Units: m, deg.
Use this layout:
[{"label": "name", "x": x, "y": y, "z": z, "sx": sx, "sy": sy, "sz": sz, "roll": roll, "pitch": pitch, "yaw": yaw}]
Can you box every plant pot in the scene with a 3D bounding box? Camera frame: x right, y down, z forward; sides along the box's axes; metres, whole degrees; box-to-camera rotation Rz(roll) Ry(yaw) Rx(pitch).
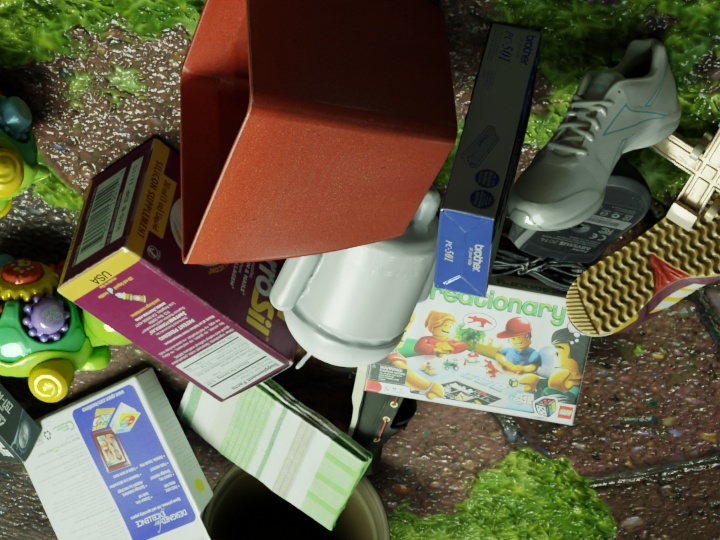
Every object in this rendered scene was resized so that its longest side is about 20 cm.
[{"label": "plant pot", "x": -0.078, "y": 0.303, "z": 1.999, "sx": 0.198, "sy": 0.202, "sz": 0.174, "roll": 13, "pitch": 157, "yaw": -4}, {"label": "plant pot", "x": -0.032, "y": -0.128, "z": 1.463, "sx": 0.174, "sy": 0.202, "sz": 0.200, "roll": 8, "pitch": 143, "yaw": -18}]

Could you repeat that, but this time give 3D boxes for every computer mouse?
[{"label": "computer mouse", "x": 0.173, "y": -0.051, "z": 1.612, "sx": 0.137, "sy": 0.053, "sz": 0.200, "roll": 14, "pitch": 151, "yaw": -21}]

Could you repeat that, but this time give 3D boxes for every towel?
[{"label": "towel", "x": -0.086, "y": 0.162, "z": 1.880, "sx": 0.199, "sy": 0.031, "sz": 0.150, "roll": 35, "pitch": 143, "yaw": 7}]

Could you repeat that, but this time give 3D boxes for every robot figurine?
[{"label": "robot figurine", "x": 0.000, "y": 0.000, "z": 1.632, "sx": 0.168, "sy": 0.113, "sz": 0.201, "roll": -1, "pitch": 127, "yaw": -34}]

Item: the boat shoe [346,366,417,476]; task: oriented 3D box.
[{"label": "boat shoe", "x": 0.021, "y": 0.139, "z": 1.851, "sx": 0.062, "sy": 0.074, "sz": 0.202, "roll": 16, "pitch": 137, "yaw": 5}]

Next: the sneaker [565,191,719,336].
[{"label": "sneaker", "x": 0.266, "y": -0.008, "z": 1.626, "sx": 0.199, "sy": 0.076, "sz": 0.090, "roll": -26, "pitch": 174, "yaw": 6}]

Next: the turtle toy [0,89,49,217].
[{"label": "turtle toy", "x": -0.355, "y": -0.120, "z": 1.592, "sx": 0.198, "sy": 0.102, "sz": 0.146, "roll": 19, "pitch": 166, "yaw": -13}]

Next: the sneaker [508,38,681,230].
[{"label": "sneaker", "x": 0.175, "y": -0.107, "z": 1.451, "sx": 0.070, "sy": 0.200, "sz": 0.081, "roll": 22, "pitch": 142, "yaw": 33}]

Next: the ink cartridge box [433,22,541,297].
[{"label": "ink cartridge box", "x": 0.099, "y": -0.087, "z": 1.461, "sx": 0.044, "sy": 0.201, "sz": 0.094, "roll": 11, "pitch": 142, "yaw": 7}]

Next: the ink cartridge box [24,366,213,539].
[{"label": "ink cartridge box", "x": -0.248, "y": 0.223, "z": 1.948, "sx": 0.197, "sy": 0.047, "sz": 0.201, "roll": -24, "pitch": 93, "yaw": 33}]

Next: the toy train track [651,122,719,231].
[{"label": "toy train track", "x": 0.294, "y": -0.105, "z": 1.505, "sx": 0.114, "sy": 0.033, "sz": 0.201, "roll": 33, "pitch": 130, "yaw": 9}]

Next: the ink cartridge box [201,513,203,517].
[{"label": "ink cartridge box", "x": -0.241, "y": 0.312, "z": 2.125, "sx": 0.198, "sy": 0.060, "sz": 0.104, "roll": -14, "pitch": 135, "yaw": 26}]

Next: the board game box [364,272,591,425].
[{"label": "board game box", "x": 0.110, "y": 0.064, "z": 1.735, "sx": 0.198, "sy": 0.035, "sz": 0.127, "roll": 9, "pitch": 113, "yaw": 0}]

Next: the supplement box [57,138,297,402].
[{"label": "supplement box", "x": -0.152, "y": 0.002, "z": 1.678, "sx": 0.103, "sy": 0.132, "sz": 0.199, "roll": -28, "pitch": 129, "yaw": 37}]

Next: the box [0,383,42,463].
[{"label": "box", "x": -0.440, "y": 0.118, "z": 1.919, "sx": 0.159, "sy": 0.044, "sz": 0.201, "roll": 2, "pitch": 143, "yaw": 31}]

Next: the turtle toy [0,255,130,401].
[{"label": "turtle toy", "x": -0.288, "y": 0.043, "z": 1.754, "sx": 0.198, "sy": 0.146, "sz": 0.102, "roll": 5, "pitch": 119, "yaw": 5}]
